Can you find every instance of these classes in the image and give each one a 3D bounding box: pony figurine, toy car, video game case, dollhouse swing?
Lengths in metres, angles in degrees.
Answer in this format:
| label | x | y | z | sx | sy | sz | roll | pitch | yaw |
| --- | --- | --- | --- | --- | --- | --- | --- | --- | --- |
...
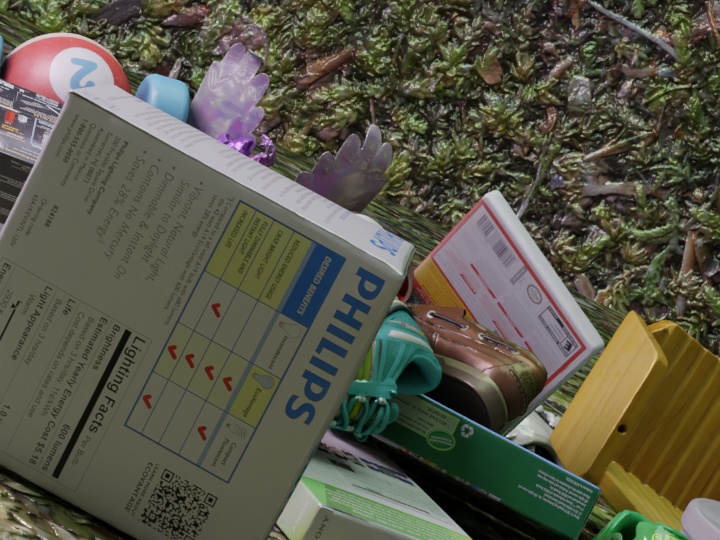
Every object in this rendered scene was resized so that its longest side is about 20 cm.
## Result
| label | x | y | z | sx | sy | sz | roll | pitch | yaw |
| --- | --- | --- | --- | --- | --- | --- | --- | --- | --- |
| pony figurine | -0.090 | -0.050 | 1.640 | 0.166 | 0.193 | 0.200 | 35 | 25 | -8 |
| toy car | -0.225 | -0.065 | 1.571 | 0.183 | 0.178 | 0.200 | 14 | 24 | -20 |
| video game case | 0.087 | 0.052 | 1.614 | 0.017 | 0.200 | 0.143 | -21 | 71 | -44 |
| dollhouse swing | 0.287 | 0.166 | 1.713 | 0.200 | 0.182 | 0.176 | 37 | -6 | -30 |

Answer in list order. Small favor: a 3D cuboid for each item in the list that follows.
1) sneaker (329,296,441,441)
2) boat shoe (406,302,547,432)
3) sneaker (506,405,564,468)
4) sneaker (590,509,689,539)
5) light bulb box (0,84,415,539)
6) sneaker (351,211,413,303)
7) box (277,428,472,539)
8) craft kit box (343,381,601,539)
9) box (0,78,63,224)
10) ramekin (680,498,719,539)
| label | x | y | z | sx | sy | sz | roll | pitch | yaw |
| --- | --- | --- | --- | --- | --- | --- | --- | --- | --- |
| sneaker | -0.011 | 0.071 | 1.346 | 0.080 | 0.078 | 0.200 | 51 | 36 | 9 |
| boat shoe | 0.057 | 0.063 | 1.589 | 0.068 | 0.072 | 0.199 | -32 | 42 | -27 |
| sneaker | 0.112 | 0.124 | 1.755 | 0.200 | 0.075 | 0.081 | 37 | 21 | -6 |
| sneaker | 0.188 | 0.212 | 1.418 | 0.074 | 0.084 | 0.200 | 26 | 8 | -15 |
| light bulb box | -0.102 | 0.032 | 1.150 | 0.199 | 0.199 | 0.125 | 28 | 9 | 1 |
| sneaker | 0.000 | 0.001 | 1.548 | 0.107 | 0.068 | 0.201 | 14 | 9 | 26 |
| box | -0.013 | 0.143 | 1.360 | 0.144 | 0.037 | 0.200 | 24 | 7 | -29 |
| craft kit box | 0.065 | 0.131 | 1.514 | 0.199 | 0.049 | 0.198 | 28 | -5 | 4 |
| box | -0.190 | -0.063 | 1.430 | 0.199 | 0.050 | 0.158 | 21 | 17 | -13 |
| ramekin | 0.302 | 0.252 | 1.513 | 0.201 | 0.095 | 0.202 | 28 | 7 | -4 |
